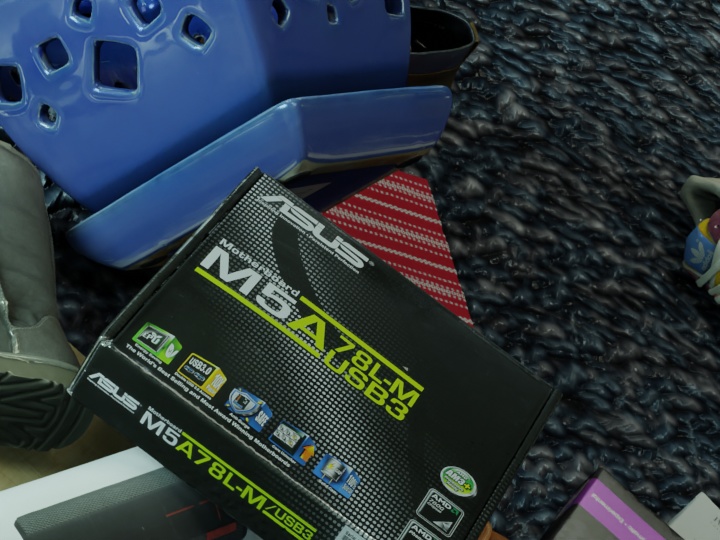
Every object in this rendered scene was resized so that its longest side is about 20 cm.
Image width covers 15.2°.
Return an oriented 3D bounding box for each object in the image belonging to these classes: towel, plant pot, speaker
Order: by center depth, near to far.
[{"bbox_3d":[-0.121,0.130,1.266,0.199,0.081,0.081,-15,62,-52],"label":"speaker"},{"bbox_3d":[-0.079,-0.112,1.498,0.200,0.199,0.181,-12,76,-58],"label":"plant pot"},{"bbox_3d":[0.000,0.000,1.626,0.144,0.023,0.201,17,38,-29],"label":"towel"}]

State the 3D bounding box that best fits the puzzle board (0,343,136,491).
[{"bbox_3d":[-0.139,0.111,1.359,0.200,0.017,0.151,41,32,-1],"label":"puzzle board"}]

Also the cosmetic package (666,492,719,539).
[{"bbox_3d":[0.225,0.239,1.550,0.200,0.052,0.151,46,35,8],"label":"cosmetic package"}]

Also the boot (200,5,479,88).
[{"bbox_3d":[-0.019,-0.139,1.697,0.199,0.097,0.075,10,44,-39],"label":"boot"}]

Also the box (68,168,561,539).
[{"bbox_3d":[-0.017,0.060,1.319,0.200,0.048,0.193,37,36,2],"label":"box"}]

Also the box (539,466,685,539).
[{"bbox_3d":[0.128,0.219,1.435,0.143,0.036,0.200,41,51,1],"label":"box"}]

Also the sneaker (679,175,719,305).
[{"bbox_3d":[0.263,0.011,1.846,0.090,0.075,0.201,19,32,-17],"label":"sneaker"}]

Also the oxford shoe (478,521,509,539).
[{"bbox_3d":[0.047,0.141,1.368,0.199,0.071,0.072,9,80,-7],"label":"oxford shoe"}]

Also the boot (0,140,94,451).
[{"bbox_3d":[-0.220,-0.006,1.347,0.181,0.073,0.201,21,35,-35],"label":"boot"}]
